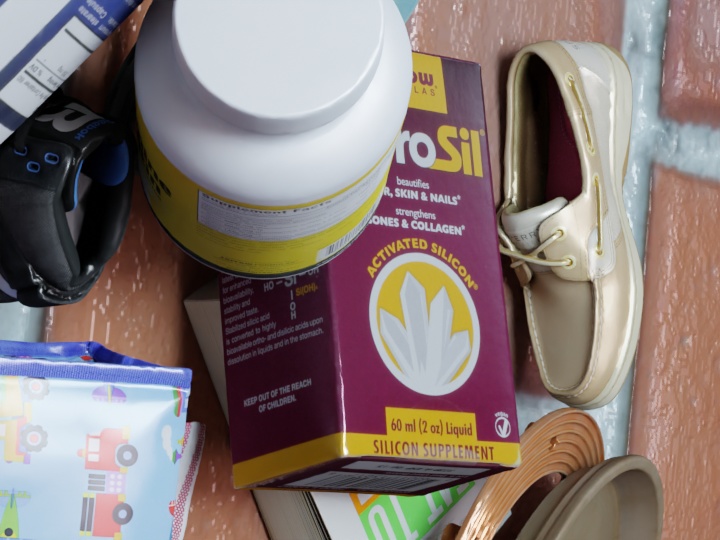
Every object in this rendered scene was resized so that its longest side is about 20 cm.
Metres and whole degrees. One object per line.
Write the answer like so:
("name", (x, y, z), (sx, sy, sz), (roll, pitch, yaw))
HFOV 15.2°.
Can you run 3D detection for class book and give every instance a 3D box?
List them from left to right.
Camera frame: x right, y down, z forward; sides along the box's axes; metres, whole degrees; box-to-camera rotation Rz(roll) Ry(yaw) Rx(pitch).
("book", (-0.002, 0.070, 1.347), (0.134, 0.048, 0.200), (-39, 116, -40))

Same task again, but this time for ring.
("ring", (0.074, 0.163, 1.401), (0.200, 0.019, 0.201), (-46, 148, -41))

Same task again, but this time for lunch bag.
("lunch bag", (-0.182, 0.103, 1.097), (0.200, 0.094, 0.151), (4, 94, -35))

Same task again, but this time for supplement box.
("supplement box", (0.000, 0.000, 1.258), (0.110, 0.086, 0.200), (6, 72, -39))

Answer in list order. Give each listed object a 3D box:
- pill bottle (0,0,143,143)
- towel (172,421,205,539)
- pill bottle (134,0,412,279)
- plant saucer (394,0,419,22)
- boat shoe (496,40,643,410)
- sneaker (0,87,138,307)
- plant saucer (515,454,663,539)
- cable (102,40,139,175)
("pill bottle", (-0.152, -0.116, 1.042), (0.200, 0.111, 0.111), (-45, 129, 1))
("towel", (-0.149, 0.120, 1.199), (0.200, 0.030, 0.147), (20, 78, -46))
("pill bottle", (-0.037, -0.071, 1.104), (0.200, 0.112, 0.112), (105, 2, -75))
("plant saucer", (0.000, -0.200, 1.301), (0.200, 0.027, 0.200), (-44, 140, -52))
("boat shoe", (0.103, -0.026, 1.435), (0.069, 0.074, 0.200), (7, 78, -44))
("sneaker", (-0.146, -0.082, 1.130), (0.073, 0.112, 0.200), (-29, 113, -43))
("plant saucer", (0.104, 0.188, 1.427), (0.200, 0.029, 0.200), (-46, 148, -42))
("cable", (-0.070, -0.141, 1.224), (0.050, 0.097, 0.200), (-8, 102, -58))
